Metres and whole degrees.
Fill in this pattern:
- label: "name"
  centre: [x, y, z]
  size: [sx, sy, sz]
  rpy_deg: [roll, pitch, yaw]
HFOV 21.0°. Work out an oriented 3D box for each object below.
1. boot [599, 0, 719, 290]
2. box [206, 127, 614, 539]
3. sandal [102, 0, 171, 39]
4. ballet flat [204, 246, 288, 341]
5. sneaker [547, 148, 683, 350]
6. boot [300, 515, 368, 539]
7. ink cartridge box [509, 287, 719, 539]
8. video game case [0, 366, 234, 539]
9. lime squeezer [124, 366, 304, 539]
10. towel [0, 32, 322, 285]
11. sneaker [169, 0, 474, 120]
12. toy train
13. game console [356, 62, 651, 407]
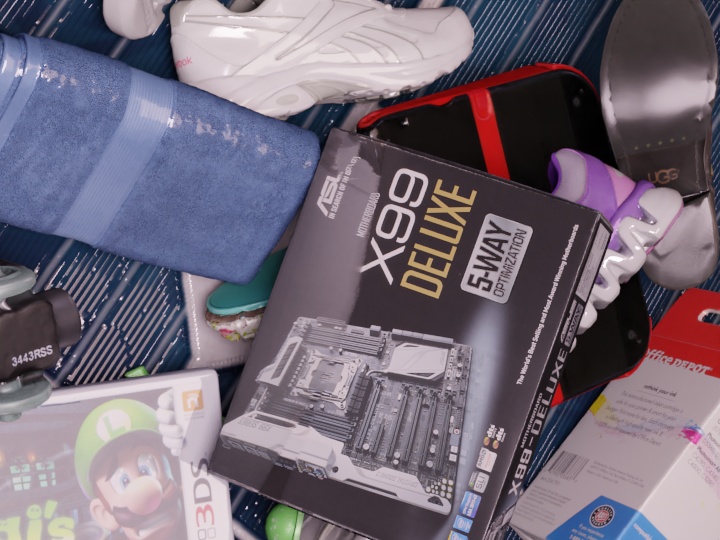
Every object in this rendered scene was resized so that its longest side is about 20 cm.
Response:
- label: "boot"
  centre: [0.189, -0.079, 1.219]
  size: [0.069, 0.174, 0.201]
  rpy_deg: [-2, 96, 9]
- label: "box"
  centre: [0.027, 0.042, 1.031]
  size: [0.201, 0.157, 0.050]
  rpy_deg: [-69, 161, -3]
- label: "sandal"
  centre: [-0.111, -0.229, 1.072]
  size: [0.050, 0.082, 0.203]
  rpy_deg: [16, 80, 12]
- label: "ballet flat"
  centre: [0.000, 0.000, 1.138]
  size: [0.200, 0.076, 0.064]
  rpy_deg: [-33, 119, -25]
- label: "sneaker"
  centre: [0.089, 0.012, 1.089]
  size: [0.088, 0.080, 0.200]
  rpy_deg: [39, 82, 4]
- label: "boot"
  centre: [0.038, 0.130, 1.147]
  size: [0.200, 0.095, 0.074]
  rpy_deg: [-47, 114, -23]
- label: "ink cartridge box"
  centre: [0.196, 0.110, 1.222]
  size: [0.067, 0.116, 0.200]
  rpy_deg: [45, 77, -24]
- label: "video game case"
  centre: [-0.163, 0.154, 1.039]
  size: [0.199, 0.023, 0.183]
  rpy_deg: [-7, 94, -21]
- label: "lime squeezer"
  centre: [-0.058, 0.134, 1.092]
  size: [0.070, 0.038, 0.201]
  rpy_deg: [-25, 92, -24]
- label: "towel"
  centre: [-0.127, -0.061, 1.037]
  size: [0.200, 0.112, 0.049]
  rpy_deg: [17, 38, -29]
- label: "sneaker"
  centre: [-0.020, -0.142, 1.120]
  size: [0.200, 0.078, 0.100]
  rpy_deg: [-16, 96, -33]
- label: "toy train"
  centre: [-0.238, 0.044, 0.950]
  size: [0.200, 0.114, 0.086]
  rpy_deg: [-19, 110, -36]
- label: "game console"
  centre: [0.088, -0.013, 1.147]
  size: [0.176, 0.031, 0.201]
  rpy_deg: [-19, 98, -32]
